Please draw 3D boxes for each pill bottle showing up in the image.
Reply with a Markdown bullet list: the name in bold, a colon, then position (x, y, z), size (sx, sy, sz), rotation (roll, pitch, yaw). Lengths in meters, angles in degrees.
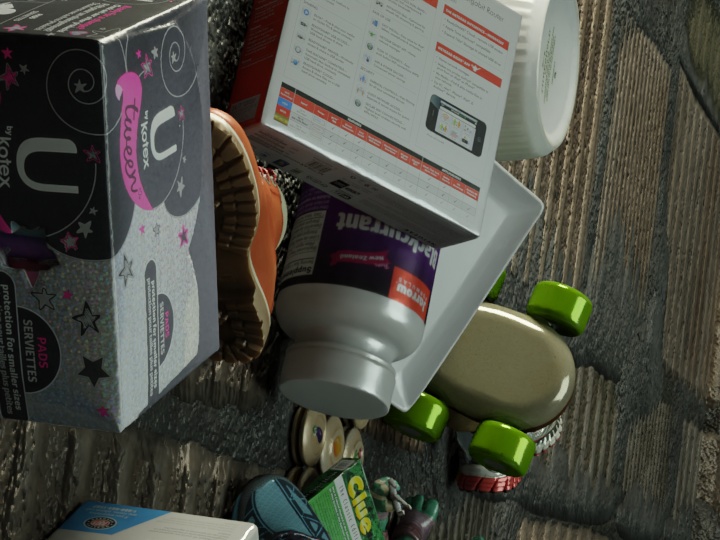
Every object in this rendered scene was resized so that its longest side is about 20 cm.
- **pill bottle**: position (0.000, 0.000, 1.513), size (0.112, 0.110, 0.202), rotation (55, 43, -62)

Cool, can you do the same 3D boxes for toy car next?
- **toy car**: position (0.114, 0.102, 1.852), size (0.200, 0.157, 0.165), rotation (77, 36, -70)

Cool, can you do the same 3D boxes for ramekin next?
- **ramekin**: position (0.139, -0.193, 1.903), size (0.202, 0.093, 0.205), rotation (5, 90, -72)

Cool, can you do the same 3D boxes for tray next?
- **tray**: position (0.055, 0.003, 1.619), size (0.107, 0.022, 0.201), rotation (37, 86, -41)

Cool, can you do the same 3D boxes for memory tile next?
- **memory tile**: position (-0.019, 0.114, 1.635), size (0.153, 0.017, 0.202), rotation (44, 54, -66)

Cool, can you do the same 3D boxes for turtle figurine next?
- **turtle figurine**: position (0.044, 0.247, 1.741), size (0.150, 0.100, 0.200), rotation (55, 17, 7)

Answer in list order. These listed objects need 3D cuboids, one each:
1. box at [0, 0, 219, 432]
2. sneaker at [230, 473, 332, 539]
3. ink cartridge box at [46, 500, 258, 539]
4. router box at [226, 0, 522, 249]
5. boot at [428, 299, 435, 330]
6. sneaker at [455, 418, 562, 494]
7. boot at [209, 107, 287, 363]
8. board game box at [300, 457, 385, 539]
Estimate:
- **box**: position (-0.147, -0.036, 1.063), size (0.132, 0.114, 0.202), rotation (-43, 134, -64)
- **sneaker**: position (-0.022, 0.218, 1.418), size (0.201, 0.079, 0.096), rotation (64, -37, 24)
- **ink cartridge box**: position (-0.143, 0.205, 1.139), size (0.200, 0.114, 0.069), rotation (-45, 136, -61)
- **router box**: position (0.013, -0.136, 1.449), size (0.199, 0.049, 0.181), rotation (26, 65, -31)
- **boot**: position (0.043, -0.059, 1.692), size (0.155, 0.071, 0.202), rotation (-59, 144, -59)
- **sneaker**: position (0.150, 0.145, 2.051), size (0.200, 0.077, 0.083), rotation (-47, 137, -62)
- **boot**: position (-0.087, -0.046, 1.320), size (0.201, 0.074, 0.108), rotation (86, 16, -49)
- **board game box**: position (-0.009, 0.255, 1.569), size (0.104, 0.023, 0.202), rotation (-32, 112, -42)
